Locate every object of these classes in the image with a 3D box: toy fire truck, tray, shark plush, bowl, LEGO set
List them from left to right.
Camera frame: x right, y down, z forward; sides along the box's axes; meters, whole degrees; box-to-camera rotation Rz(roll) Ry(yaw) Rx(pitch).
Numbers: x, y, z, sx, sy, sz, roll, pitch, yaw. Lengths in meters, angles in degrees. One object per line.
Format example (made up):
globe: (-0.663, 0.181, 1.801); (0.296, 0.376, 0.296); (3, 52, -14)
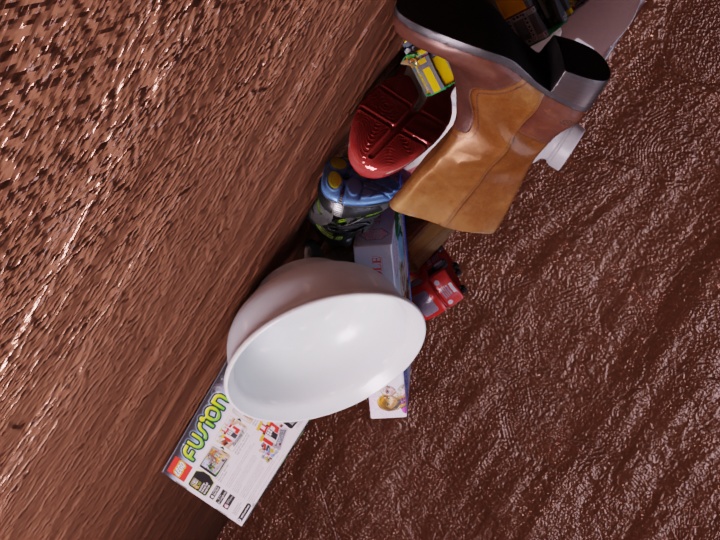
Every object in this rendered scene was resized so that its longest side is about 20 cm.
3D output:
bowl: (-0.045, 0.052, 1.216); (0.200, 0.091, 0.202); (-17, 145, -12)
shark plush: (-0.027, 0.048, 1.345); (0.200, 0.083, 0.091); (-99, -152, -52)
tray: (0.034, -0.031, 1.629); (0.099, 0.037, 0.200); (-46, -163, -28)
toy fire truck: (0.055, 0.022, 1.590); (0.141, 0.049, 0.200); (-35, -164, 10)
LEGO set: (0.107, -0.245, 1.094); (0.153, 0.116, 0.200); (-19, -166, 43)

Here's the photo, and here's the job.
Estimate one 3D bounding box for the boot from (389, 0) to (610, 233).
boot: (0.075, -0.124, 1.042); (0.200, 0.187, 0.069); (-53, -144, 42)

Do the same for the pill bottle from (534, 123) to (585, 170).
pill bottle: (0.214, -0.224, 1.796); (0.111, 0.199, 0.111); (-56, 176, -6)

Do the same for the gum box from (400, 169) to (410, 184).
gum box: (0.064, -0.149, 1.461); (0.114, 0.066, 0.200); (-56, 177, -22)

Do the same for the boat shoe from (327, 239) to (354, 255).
boat shoe: (0.000, 0.000, 1.521); (0.067, 0.074, 0.201); (-65, 163, -46)

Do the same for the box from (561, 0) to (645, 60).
box: (0.222, -0.310, 1.382); (0.166, 0.164, 0.200); (-57, 177, 15)

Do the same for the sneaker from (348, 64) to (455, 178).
sneaker: (0.038, -0.129, 1.175); (0.200, 0.078, 0.116); (-53, 174, -37)

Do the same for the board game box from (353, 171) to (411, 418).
board game box: (0.028, 0.021, 1.370); (0.200, 0.041, 0.201); (-80, 166, -63)

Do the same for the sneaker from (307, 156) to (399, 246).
sneaker: (-0.008, -0.060, 1.195); (0.083, 0.071, 0.200); (-63, 179, 4)

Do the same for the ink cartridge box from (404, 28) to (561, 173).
ink cartridge box: (0.106, -0.185, 1.282); (0.200, 0.116, 0.067); (-57, 176, 16)

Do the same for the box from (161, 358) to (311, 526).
box: (-0.122, 0.168, 1.370); (0.200, 0.110, 0.035); (-58, 177, 24)
